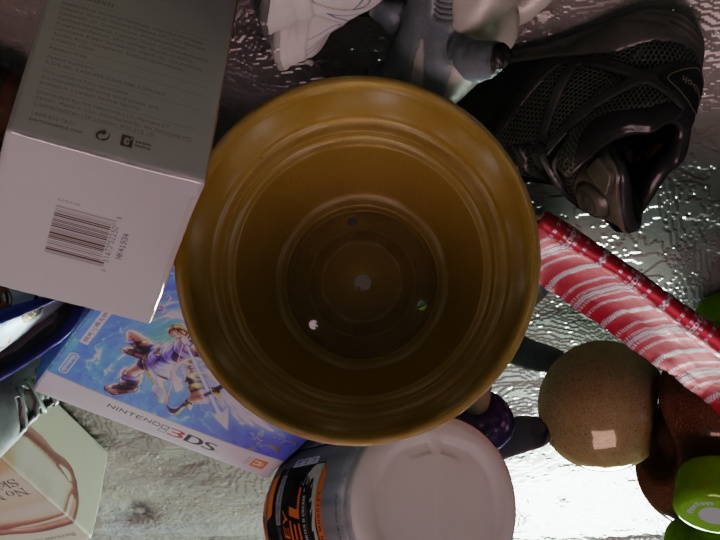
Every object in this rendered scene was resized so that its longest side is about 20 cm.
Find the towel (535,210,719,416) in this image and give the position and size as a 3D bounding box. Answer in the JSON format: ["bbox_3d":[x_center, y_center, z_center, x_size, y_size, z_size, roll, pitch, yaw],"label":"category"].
[{"bbox_3d":[0.174,0.033,0.915,0.199,0.023,0.145,35,173,-4],"label":"towel"}]

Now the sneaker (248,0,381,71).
[{"bbox_3d":[-0.014,-0.148,0.765,0.086,0.075,0.200,-14,-174,0],"label":"sneaker"}]

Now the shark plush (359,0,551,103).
[{"bbox_3d":[0.035,-0.137,0.871,0.083,0.091,0.200,42,149,-7],"label":"shark plush"}]

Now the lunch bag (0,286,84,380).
[{"bbox_3d":[-0.264,0.021,0.913,0.169,0.200,0.125,-31,88,18],"label":"lunch bag"}]

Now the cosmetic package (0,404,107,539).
[{"bbox_3d":[-0.301,0.140,1.217,0.102,0.088,0.200,-14,139,21],"label":"cosmetic package"}]

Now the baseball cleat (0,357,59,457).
[{"bbox_3d":[-0.220,0.069,1.045,0.105,0.201,0.071,0,118,-1],"label":"baseball cleat"}]

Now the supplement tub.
[{"bbox_3d":[0.010,0.163,1.015,0.121,0.124,0.200,19,162,-18],"label":"supplement tub"}]

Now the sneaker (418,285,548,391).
[{"bbox_3d":[0.086,0.043,1.055,0.073,0.082,0.200,16,141,-15],"label":"sneaker"}]

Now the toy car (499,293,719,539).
[{"bbox_3d":[0.181,0.108,1.077,0.197,0.166,0.159,8,144,11],"label":"toy car"}]

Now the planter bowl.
[{"bbox_3d":[0.000,0.000,0.850,0.197,0.203,0.084,2,169,4],"label":"planter bowl"}]

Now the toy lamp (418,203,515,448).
[{"bbox_3d":[0.067,0.031,0.961,0.057,0.059,0.201,-2,134,9],"label":"toy lamp"}]

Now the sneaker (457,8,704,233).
[{"bbox_3d":[0.106,-0.071,0.882,0.198,0.115,0.076,-15,139,30],"label":"sneaker"}]

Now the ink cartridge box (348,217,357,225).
[{"bbox_3d":[-0.059,0.036,1.059,0.143,0.085,0.201,11,142,-8],"label":"ink cartridge box"}]

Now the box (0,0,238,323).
[{"bbox_3d":[-0.127,-0.097,0.799,0.096,0.202,0.125,14,142,-12],"label":"box"}]

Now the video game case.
[{"bbox_3d":[-0.090,0.046,0.972,0.180,0.046,0.200,23,138,-21],"label":"video game case"}]

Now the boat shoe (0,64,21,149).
[{"bbox_3d":[-0.258,-0.059,0.969,0.067,0.073,0.201,17,138,-13],"label":"boat shoe"}]
